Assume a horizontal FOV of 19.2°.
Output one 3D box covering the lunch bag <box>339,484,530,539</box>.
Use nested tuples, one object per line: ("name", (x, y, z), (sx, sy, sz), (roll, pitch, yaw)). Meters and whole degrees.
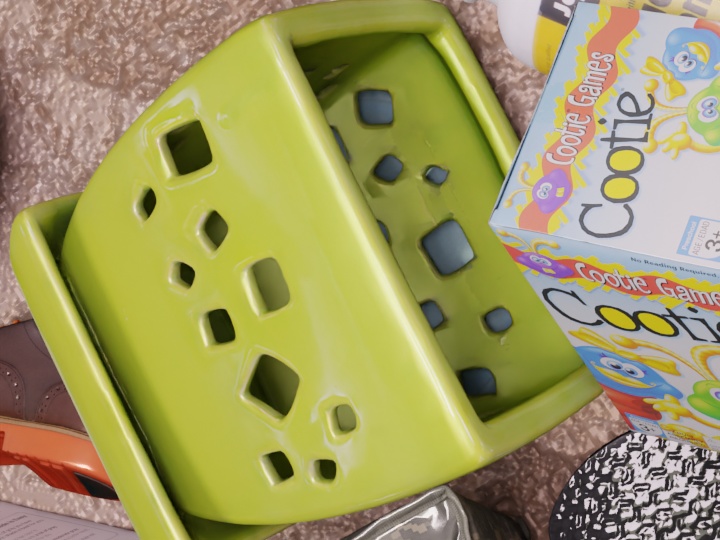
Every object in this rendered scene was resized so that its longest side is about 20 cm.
("lunch bag", (-0.011, 0.187, 0.931), (0.199, 0.164, 0.118), (-27, 73, 8))

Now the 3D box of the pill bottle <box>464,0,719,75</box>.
("pill bottle", (0.130, -0.126, 0.935), (0.199, 0.112, 0.112), (24, 102, 15))

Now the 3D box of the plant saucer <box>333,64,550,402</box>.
("plant saucer", (0.000, 0.000, 1.037), (0.199, 0.027, 0.201), (2, 95, 19))

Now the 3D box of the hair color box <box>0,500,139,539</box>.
("hair color box", (-0.202, 0.156, 1.081), (0.199, 0.100, 0.061), (11, 100, 18))

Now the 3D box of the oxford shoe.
("oxford shoe", (-0.191, 0.060, 1.097), (0.199, 0.071, 0.073), (14, 71, 20))

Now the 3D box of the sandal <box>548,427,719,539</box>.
("sandal", (0.179, 0.082, 0.978), (0.200, 0.048, 0.076), (-34, 83, 6))

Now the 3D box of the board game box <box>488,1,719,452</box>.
("board game box", (0.146, -0.007, 0.873), (0.103, 0.200, 0.105), (13, 69, 30))

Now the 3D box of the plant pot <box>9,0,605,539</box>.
("plant pot", (-0.025, 0.011, 0.934), (0.181, 0.200, 0.200), (-29, 85, 26))
